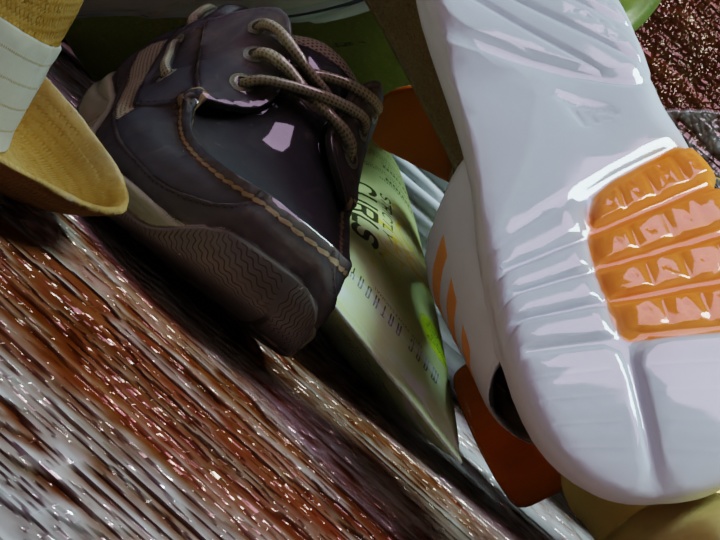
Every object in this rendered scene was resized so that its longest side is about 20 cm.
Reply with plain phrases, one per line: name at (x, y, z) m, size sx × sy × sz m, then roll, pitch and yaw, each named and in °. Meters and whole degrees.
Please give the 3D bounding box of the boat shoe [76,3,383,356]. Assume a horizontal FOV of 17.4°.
boat shoe at (-0.036, -0.039, 0.657) m, size 0.074 × 0.073 × 0.200 m, roll 38°, pitch 5°, yaw -22°

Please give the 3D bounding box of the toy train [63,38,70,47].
toy train at (-0.113, -0.106, 0.924) m, size 0.046 × 0.034 × 0.200 m, roll 39°, pitch 2°, yaw 35°

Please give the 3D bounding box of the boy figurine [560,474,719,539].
boy figurine at (0.100, 0.089, 0.620) m, size 0.124 × 0.065 × 0.200 m, roll 42°, pitch 5°, yaw 10°

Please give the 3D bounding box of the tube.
tube at (0.000, 0.000, 0.765) m, size 0.057 × 0.052 × 0.200 m, roll 10°, pitch 15°, yaw -6°

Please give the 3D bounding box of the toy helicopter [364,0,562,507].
toy helicopter at (0.040, -0.036, 0.720) m, size 0.201 × 0.078 × 0.132 m, roll 61°, pitch 9°, yaw -18°

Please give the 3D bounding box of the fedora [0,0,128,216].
fedora at (-0.108, -0.096, 0.524) m, size 0.200 × 0.082 × 0.201 m, roll 41°, pitch 4°, yaw -4°

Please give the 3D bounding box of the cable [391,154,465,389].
cable at (0.056, 0.014, 0.965) m, size 0.200 × 0.069 × 0.200 m, roll 40°, pitch 5°, yaw -22°

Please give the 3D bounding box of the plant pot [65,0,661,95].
plant pot at (0.013, -0.130, 0.842) m, size 0.199 × 0.188 × 0.187 m, roll 12°, pitch -19°, yaw 48°

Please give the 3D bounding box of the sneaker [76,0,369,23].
sneaker at (-0.051, -0.110, 0.736) m, size 0.071 × 0.198 × 0.074 m, roll -12°, pitch 92°, yaw -75°

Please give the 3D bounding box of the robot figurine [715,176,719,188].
robot figurine at (0.171, 0.055, 0.856) m, size 0.201 × 0.144 × 0.058 m, roll 65°, pitch -27°, yaw 3°

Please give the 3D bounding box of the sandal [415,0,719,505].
sandal at (0.054, -0.011, 0.617) m, size 0.078 × 0.059 × 0.208 m, roll 5°, pitch 45°, yaw -18°
